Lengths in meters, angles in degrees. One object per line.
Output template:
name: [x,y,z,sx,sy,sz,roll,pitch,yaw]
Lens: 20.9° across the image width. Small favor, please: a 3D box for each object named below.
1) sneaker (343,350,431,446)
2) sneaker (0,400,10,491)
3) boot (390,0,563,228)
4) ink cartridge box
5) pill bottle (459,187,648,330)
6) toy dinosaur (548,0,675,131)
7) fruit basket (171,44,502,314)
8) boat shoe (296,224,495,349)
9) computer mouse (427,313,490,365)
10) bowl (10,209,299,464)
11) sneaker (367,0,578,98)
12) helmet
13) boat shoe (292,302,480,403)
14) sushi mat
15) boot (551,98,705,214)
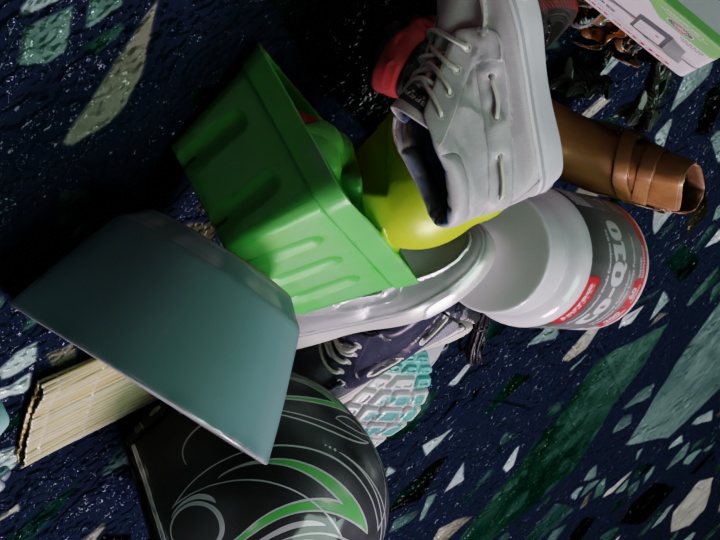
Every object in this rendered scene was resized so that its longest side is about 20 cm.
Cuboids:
sneaker: [-0.017,0.118,1.691,0.078,0.091,0.200,14,127,-40]
sneaker: [-0.283,0.164,1.357,0.086,0.078,0.200,-28,151,-41]
boot: [0.062,-0.125,1.228,0.095,0.074,0.200,-26,113,-24]
ink cartridge box: [0.212,-0.218,1.379,0.084,0.145,0.200,-51,179,1]
pill bottle: [0.146,-0.010,1.561,0.114,0.114,0.200,-53,157,16]
toy dinosaur: [0.229,-0.194,1.604,0.200,0.102,0.136,7,109,-35]
fruit basket: [0.002,-0.068,1.346,0.215,0.156,0.216,-24,156,-11]
boat shoe: [0.000,0.000,1.467,0.200,0.072,0.069,-13,146,18]
computer mouse: [0.061,0.072,1.800,0.200,0.044,0.110,-23,149,-40]
bowl: [-0.120,0.032,1.294,0.105,0.201,0.201,-59,157,-7]
sneaker: [0.102,-0.158,1.441,0.200,0.098,0.071,-27,148,-37]
helmet: [-0.075,0.175,1.549,0.190,0.200,0.200,-17,149,-10]
boat shoe: [-0.008,0.053,1.579,0.200,0.075,0.093,-30,158,21]
sushi mat: [-0.171,0.080,1.477,0.200,0.012,0.096,-26,152,-38]
boot: [0.191,-0.091,1.599,0.077,0.155,0.200,-67,155,1]
